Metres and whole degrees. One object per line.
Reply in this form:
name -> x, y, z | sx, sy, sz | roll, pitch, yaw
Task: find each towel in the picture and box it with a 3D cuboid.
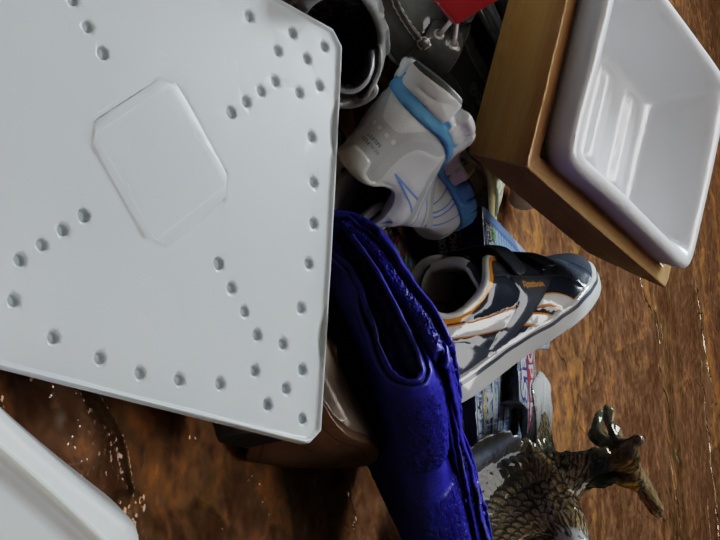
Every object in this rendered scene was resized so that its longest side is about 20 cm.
towel -> 0.027, 0.075, 0.766 | 0.148, 0.049, 0.201 | -117, -168, -46

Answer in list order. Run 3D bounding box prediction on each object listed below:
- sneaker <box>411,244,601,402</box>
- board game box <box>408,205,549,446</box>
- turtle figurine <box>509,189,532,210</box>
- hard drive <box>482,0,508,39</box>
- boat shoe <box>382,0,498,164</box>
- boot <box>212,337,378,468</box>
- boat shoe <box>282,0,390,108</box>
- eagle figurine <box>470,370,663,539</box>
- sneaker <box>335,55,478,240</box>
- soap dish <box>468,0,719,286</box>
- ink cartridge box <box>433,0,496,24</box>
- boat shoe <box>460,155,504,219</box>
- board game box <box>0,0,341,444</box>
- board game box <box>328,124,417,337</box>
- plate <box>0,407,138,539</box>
sneaker -> 0.091, 0.015, 0.899 | 0.200, 0.078, 0.080 | -32, 107, -44
board game box -> 0.104, 0.060, 1.055 | 0.200, 0.061, 0.201 | 5, 80, -67
turtle figurine -> 0.173, -0.145, 1.164 | 0.201, 0.143, 0.195 | -68, 150, -42
hard drive -> 0.096, -0.154, 0.954 | 0.140, 0.038, 0.200 | 45, -10, 50
boat shoe -> 0.067, -0.132, 0.841 | 0.200, 0.057, 0.067 | 49, 60, -48
boot -> -0.041, 0.023, 0.704 | 0.200, 0.070, 0.147 | 44, 36, -69
boat shoe -> -0.013, -0.124, 0.723 | 0.200, 0.072, 0.069 | 98, -23, -71
eagle figurine -> 0.114, 0.180, 0.946 | 0.152, 0.199, 0.151 | 58, -3, -10
sneaker -> 0.018, -0.054, 0.818 | 0.075, 0.087, 0.200 | 46, -7, 18
soap dish -> 0.153, -0.097, 0.856 | 0.200, 0.081, 0.158 | 32, 69, -49
ink cartridge box -> 0.020, -0.250, 0.699 | 0.200, 0.083, 0.145 | 38, 33, -44
boat shoe -> 0.068, -0.074, 0.979 | 0.200, 0.073, 0.063 | 33, 52, -64
board game box -> -0.089, -0.043, 0.561 | 0.199, 0.026, 0.201 | 21, 65, -43
board game box -> 0.000, 0.000, 0.864 | 0.200, 0.023, 0.105 | 58, 37, -49
plate -> -0.142, 0.135, 0.441 | 0.200, 0.032, 0.200 | 60, 39, -50
